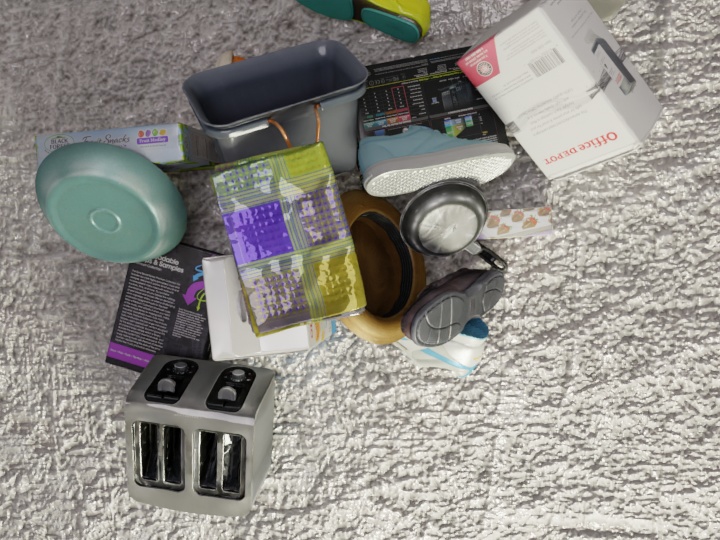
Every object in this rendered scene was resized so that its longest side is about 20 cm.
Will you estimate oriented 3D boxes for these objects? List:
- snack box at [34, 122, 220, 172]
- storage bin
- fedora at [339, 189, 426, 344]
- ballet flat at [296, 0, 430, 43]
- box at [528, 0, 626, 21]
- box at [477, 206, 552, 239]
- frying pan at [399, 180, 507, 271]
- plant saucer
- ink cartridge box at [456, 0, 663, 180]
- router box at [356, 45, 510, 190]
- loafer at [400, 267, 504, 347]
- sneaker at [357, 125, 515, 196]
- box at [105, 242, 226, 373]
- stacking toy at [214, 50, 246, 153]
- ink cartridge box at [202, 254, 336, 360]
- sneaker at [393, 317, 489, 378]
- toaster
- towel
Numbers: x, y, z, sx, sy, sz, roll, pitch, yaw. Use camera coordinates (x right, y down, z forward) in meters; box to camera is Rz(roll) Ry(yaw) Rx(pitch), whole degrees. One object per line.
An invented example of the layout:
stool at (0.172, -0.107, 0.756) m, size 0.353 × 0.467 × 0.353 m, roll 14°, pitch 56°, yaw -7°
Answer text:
snack box at (-0.310, -0.160, 0.928) m, size 0.199 × 0.142 × 0.053 m, roll -3°, pitch 92°, yaw 8°
storage bin at (-0.088, -0.167, 0.814) m, size 0.200 × 0.135 × 0.146 m, roll -22°, pitch 47°, yaw -14°
fedora at (0.000, 0.000, 0.859) m, size 0.082 × 0.200 × 0.201 m, roll -22°, pitch 90°, yaw 43°
ballet flat at (0.003, -0.370, 0.922) m, size 0.199 × 0.067 × 0.067 m, roll 21°, pitch 74°, yaw 4°
box at (0.261, -0.419, 0.844) m, size 0.109 × 0.128 × 0.201 m, roll -7°, pitch 91°, yaw 8°
box at (0.156, -0.061, 0.921) m, size 0.199 × 0.041 × 0.039 m, roll -4°, pitch 93°, yaw 7°
frying pan at (0.119, -0.034, 0.872) m, size 0.115 × 0.031 × 0.190 m, roll -23°, pitch 131°, yaw 7°
plant saucer at (-0.331, -0.075, 0.893) m, size 0.199 × 0.036 × 0.200 m, roll 3°, pitch 134°, yaw 3°
ink cartridge box at (0.239, -0.221, 0.817) m, size 0.200 × 0.146 × 0.085 m, roll 49°, pitch 61°, yaw -14°
router box at (0.083, -0.198, 0.889) m, size 0.199 × 0.062 × 0.150 m, roll -13°, pitch 90°, yaw -8°
loafer at (0.108, 0.041, 0.865) m, size 0.063 × 0.200 × 0.072 m, roll 21°, pitch 119°, yaw 37°
sneaker at (0.092, -0.147, 0.825) m, size 0.199 × 0.074 × 0.082 m, roll -8°, pitch 66°, yaw -20°
box at (-0.277, 0.057, 0.989) m, size 0.143 × 0.036 × 0.201 m, roll 16°, pitch 96°, yaw 6°
stacking toy at (-0.096, -0.215, 0.922) m, size 0.199 × 0.146 × 0.147 m, roll 1°, pitch 93°, yaw -10°
ink cartridge box at (-0.114, 0.038, 0.882) m, size 0.125 × 0.200 × 0.129 m, roll -6°, pitch 92°, yaw 8°
sneaker at (0.068, 0.083, 0.923) m, size 0.199 × 0.077 × 0.081 m, roll 20°, pitch 120°, yaw 16°
toaster at (-0.217, 0.228, 0.930) m, size 0.180 × 0.119 × 0.201 m, roll 8°, pitch 110°, yaw 5°
towel at (-0.080, -0.031, 0.755) m, size 0.143 × 0.023 × 0.201 m, roll -10°, pitch 100°, yaw 13°
